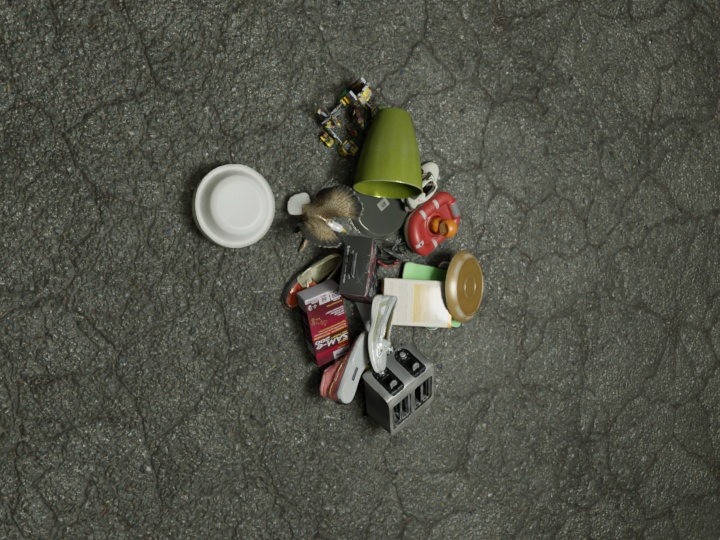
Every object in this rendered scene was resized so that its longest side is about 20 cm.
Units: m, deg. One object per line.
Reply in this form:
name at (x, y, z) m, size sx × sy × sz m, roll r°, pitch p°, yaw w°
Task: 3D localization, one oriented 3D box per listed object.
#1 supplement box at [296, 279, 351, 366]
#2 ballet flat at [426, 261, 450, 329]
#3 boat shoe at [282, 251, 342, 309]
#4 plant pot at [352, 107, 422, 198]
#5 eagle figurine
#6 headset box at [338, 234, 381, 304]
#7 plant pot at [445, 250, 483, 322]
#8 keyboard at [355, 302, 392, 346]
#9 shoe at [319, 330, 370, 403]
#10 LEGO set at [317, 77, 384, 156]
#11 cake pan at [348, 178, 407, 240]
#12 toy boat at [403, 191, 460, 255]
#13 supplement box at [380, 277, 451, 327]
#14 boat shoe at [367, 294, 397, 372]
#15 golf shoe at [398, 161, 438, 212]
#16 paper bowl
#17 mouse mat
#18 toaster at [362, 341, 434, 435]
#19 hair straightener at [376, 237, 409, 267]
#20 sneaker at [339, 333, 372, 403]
supplement box at (-0.094, 0.138, 1.492) m, size 0.107 × 0.061 × 0.204 m, roll -21°, pitch 119°, yaw -22°
ballet flat at (0.230, 0.074, 1.667) m, size 0.068 × 0.069 × 0.204 m, roll 15°, pitch 88°, yaw -24°
boat shoe at (-0.126, 0.026, 1.504) m, size 0.200 × 0.062 × 0.072 m, roll -44°, pitch 110°, yaw -15°
plant pot at (0.078, -0.310, 1.483) m, size 0.183 × 0.186 × 0.205 m, roll 7°, pitch 85°, yaw -24°
eagle figurine at (-0.092, -0.131, 1.436) m, size 0.148 × 0.199 × 0.155 m, roll -9°, pitch 93°, yaw -21°
headset box at (0.000, 0.000, 1.475) m, size 0.073 × 0.200 × 0.152 m, roll 7°, pitch 82°, yaw 10°
plant pot at (0.299, 0.046, 1.595) m, size 0.198 × 0.027 × 0.205 m, roll -3°, pitch 94°, yaw -50°
keyboard at (0.038, 0.151, 1.613) m, size 0.055 × 0.011 × 0.204 m, roll -25°, pitch 101°, yaw -17°
shoe at (-0.038, 0.246, 1.494) m, size 0.072 × 0.090 × 0.203 m, roll 47°, pitch 57°, yaw -42°
LEGO set at (-0.014, -0.408, 1.508) m, size 0.200 × 0.115 × 0.155 m, roll -44°, pitch 108°, yaw -17°
cake pan at (0.053, -0.186, 1.591) m, size 0.196 × 0.037 × 0.205 m, roll -1°, pitch 92°, yaw -25°
toy boat at (0.220, -0.126, 1.609) m, size 0.199 × 0.130 × 0.132 m, roll -40°, pitch 122°, yaw -18°
supplement box at (0.154, 0.090, 1.586) m, size 0.195 × 0.074 × 0.129 m, roll 4°, pitch 89°, yaw -5°
boat shoe at (0.061, 0.164, 1.491) m, size 0.074 × 0.063 × 0.206 m, roll 48°, pitch 44°, yaw -62°
golf shoe at (0.188, -0.241, 1.607) m, size 0.078 × 0.087 × 0.201 m, roll 52°, pitch 51°, yaw -24°
paper bowl at (-0.307, -0.157, 1.393) m, size 0.197 × 0.104 × 0.206 m, roll -1°, pitch 93°, yaw -25°
mouse mat at (0.208, 0.070, 1.630) m, size 0.195 × 0.008 × 0.165 m, roll 11°, pitch 89°, yaw -2°
toaster at (0.101, 0.328, 1.554) m, size 0.179 × 0.118 × 0.203 m, roll -31°, pitch 138°, yaw -27°
hair straightener at (0.104, -0.048, 1.560) m, size 0.199 × 0.040 × 0.078 m, roll 2°, pitch 114°, yaw -66°
sneaker at (-0.008, 0.272, 1.550) m, size 0.069 × 0.090 × 0.204 m, roll 26°, pitch 81°, yaw -23°
